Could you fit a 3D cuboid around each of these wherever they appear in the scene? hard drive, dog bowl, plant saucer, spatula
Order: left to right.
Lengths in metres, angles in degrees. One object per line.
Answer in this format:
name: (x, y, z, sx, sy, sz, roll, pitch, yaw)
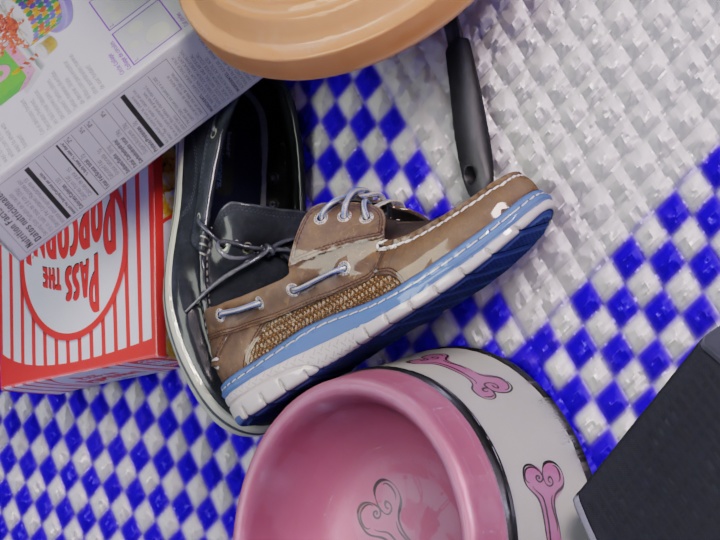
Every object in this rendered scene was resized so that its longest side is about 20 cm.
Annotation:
plant saucer: (-0.005, -0.182, 0.991, 0.200, 0.032, 0.201, -16, 51, 21)
dog bowl: (0.018, 0.135, 0.970, 0.200, 0.074, 0.201, -6, 81, 46)
spatula: (0.040, -0.127, 1.013, 0.056, 0.020, 0.201, -37, 62, 52)
hard drive: (0.172, 0.128, 0.831, 0.135, 0.042, 0.200, -55, 51, 27)

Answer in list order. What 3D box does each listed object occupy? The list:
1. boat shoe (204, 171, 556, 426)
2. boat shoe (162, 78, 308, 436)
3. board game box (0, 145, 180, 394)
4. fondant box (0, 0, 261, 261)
boat shoe: (0.000, 0.000, 0.976, 0.200, 0.072, 0.073, -33, 80, 23)
boat shoe: (-0.060, -0.014, 1.070, 0.062, 0.074, 0.201, -21, 65, 49)
board game box: (-0.150, -0.036, 1.182, 0.151, 0.046, 0.201, -14, 75, 44)
fondant box: (-0.141, -0.119, 1.086, 0.200, 0.058, 0.144, -36, 46, -1)
